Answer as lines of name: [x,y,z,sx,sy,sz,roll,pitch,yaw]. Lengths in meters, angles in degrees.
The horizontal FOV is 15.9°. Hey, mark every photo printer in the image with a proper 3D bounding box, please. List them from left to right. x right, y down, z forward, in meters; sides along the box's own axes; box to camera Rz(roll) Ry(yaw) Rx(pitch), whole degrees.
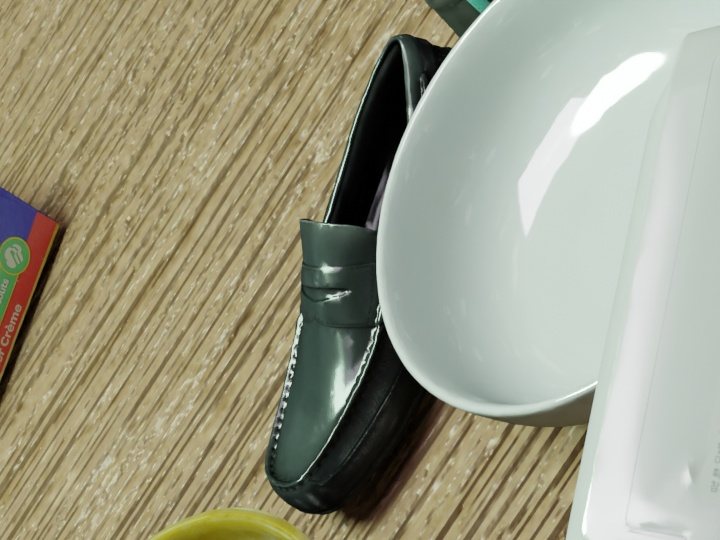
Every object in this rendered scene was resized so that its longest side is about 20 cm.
photo printer: [0.161,0.014,0.804,0.166,0.069,0.200,7,70,16]

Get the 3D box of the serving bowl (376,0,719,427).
serving bowl: [0.098,-0.029,0.963,0.200,0.066,0.201,-28,49,37]

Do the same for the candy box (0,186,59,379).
candy box: [-0.262,0.032,1.343,0.200,0.077,0.169,4,70,52]

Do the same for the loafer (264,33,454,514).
loafer: [0.000,0.000,1.056,0.068,0.070,0.201,7,73,52]

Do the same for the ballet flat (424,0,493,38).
ballet flat: [0.031,-0.162,1.126,0.068,0.068,0.200,-51,37,14]

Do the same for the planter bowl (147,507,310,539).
planter bowl: [-0.044,0.197,0.970,0.200,0.083,0.201,-28,49,37]
